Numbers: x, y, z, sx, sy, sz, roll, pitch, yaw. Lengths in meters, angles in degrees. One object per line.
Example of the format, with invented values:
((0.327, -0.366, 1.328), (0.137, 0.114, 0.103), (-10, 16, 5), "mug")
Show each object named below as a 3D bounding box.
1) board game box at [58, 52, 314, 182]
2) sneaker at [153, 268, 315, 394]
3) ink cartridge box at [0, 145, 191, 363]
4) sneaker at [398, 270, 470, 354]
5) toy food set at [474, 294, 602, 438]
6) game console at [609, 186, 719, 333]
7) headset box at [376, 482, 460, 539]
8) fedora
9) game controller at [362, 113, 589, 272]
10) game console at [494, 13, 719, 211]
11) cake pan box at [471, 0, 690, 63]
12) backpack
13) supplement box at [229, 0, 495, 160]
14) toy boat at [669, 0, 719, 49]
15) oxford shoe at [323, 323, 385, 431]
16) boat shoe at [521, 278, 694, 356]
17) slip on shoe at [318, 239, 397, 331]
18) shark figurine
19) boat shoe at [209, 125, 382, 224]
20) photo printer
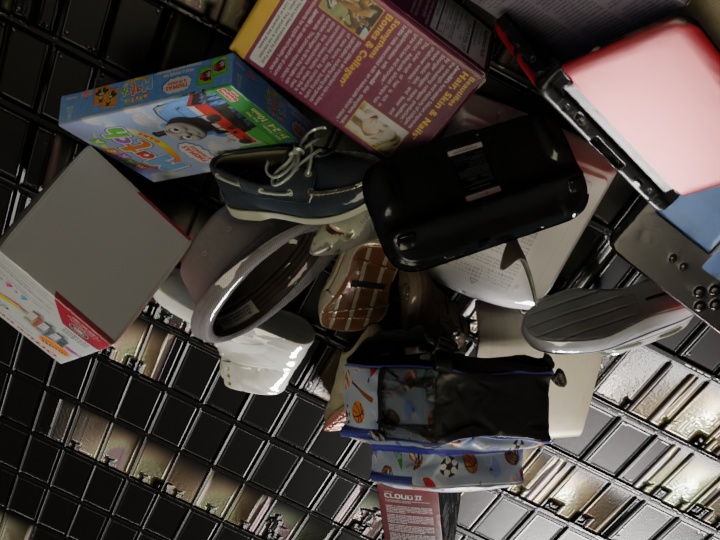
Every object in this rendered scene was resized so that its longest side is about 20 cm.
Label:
((-0.166, -0.142, 0.974), (0.197, 0.037, 0.151), (-6, 161, 26), "board game box")
((-0.163, 0.081, 1.175), (0.197, 0.074, 0.117), (24, 125, -6), "sneaker")
((-0.301, -0.008, 1.056), (0.145, 0.146, 0.199), (42, 152, -17), "ink cartridge box")
((0.080, 0.046, 1.066), (0.074, 0.072, 0.201), (-5, 157, 1), "sneaker")
((0.186, 0.113, 1.120), (0.140, 0.061, 0.203), (-2, 129, -6), "toy food set")
((0.361, -0.049, 0.945), (0.175, 0.031, 0.201), (34, 112, -12), "game console")
((0.072, 0.253, 1.194), (0.073, 0.150, 0.203), (2, 128, 12), "headset box")
((-0.114, -0.018, 1.060), (0.200, 0.176, 0.091), (-44, 73, 12), "fedora")
((0.102, -0.072, 0.881), (0.197, 0.106, 0.042), (-18, 158, -13), "game controller")
((0.230, -0.151, 0.830), (0.118, 0.174, 0.199), (-42, 129, 18), "game console")
((0.145, -0.246, 0.794), (0.183, 0.053, 0.200), (32, 170, -9), "cake pan box")
((0.075, 0.139, 0.994), (0.198, 0.157, 0.189), (14, 175, -41), "backpack")
((0.005, -0.207, 0.899), (0.199, 0.104, 0.131), (35, 126, -12), "supplement box")
((0.326, -0.205, 0.820), (0.130, 0.130, 0.201), (-36, 101, -6), "toy boat")
((0.001, 0.131, 1.184), (0.070, 0.075, 0.200), (-3, 151, -27), "oxford shoe")
((0.257, 0.058, 1.020), (0.196, 0.074, 0.067), (-10, 137, -7), "boat shoe")
((0.000, 0.000, 1.085), (0.074, 0.062, 0.201), (7, 148, -7), "slip on shoe")
((0.070, -0.040, 0.951), (0.210, 0.130, 0.090), (9, 147, 13), "shark figurine")
((-0.059, -0.091, 0.941), (0.197, 0.075, 0.062), (4, 139, 39), "boat shoe")
((0.138, -0.056, 0.998), (0.164, 0.070, 0.202), (21, 129, 0), "photo printer")
